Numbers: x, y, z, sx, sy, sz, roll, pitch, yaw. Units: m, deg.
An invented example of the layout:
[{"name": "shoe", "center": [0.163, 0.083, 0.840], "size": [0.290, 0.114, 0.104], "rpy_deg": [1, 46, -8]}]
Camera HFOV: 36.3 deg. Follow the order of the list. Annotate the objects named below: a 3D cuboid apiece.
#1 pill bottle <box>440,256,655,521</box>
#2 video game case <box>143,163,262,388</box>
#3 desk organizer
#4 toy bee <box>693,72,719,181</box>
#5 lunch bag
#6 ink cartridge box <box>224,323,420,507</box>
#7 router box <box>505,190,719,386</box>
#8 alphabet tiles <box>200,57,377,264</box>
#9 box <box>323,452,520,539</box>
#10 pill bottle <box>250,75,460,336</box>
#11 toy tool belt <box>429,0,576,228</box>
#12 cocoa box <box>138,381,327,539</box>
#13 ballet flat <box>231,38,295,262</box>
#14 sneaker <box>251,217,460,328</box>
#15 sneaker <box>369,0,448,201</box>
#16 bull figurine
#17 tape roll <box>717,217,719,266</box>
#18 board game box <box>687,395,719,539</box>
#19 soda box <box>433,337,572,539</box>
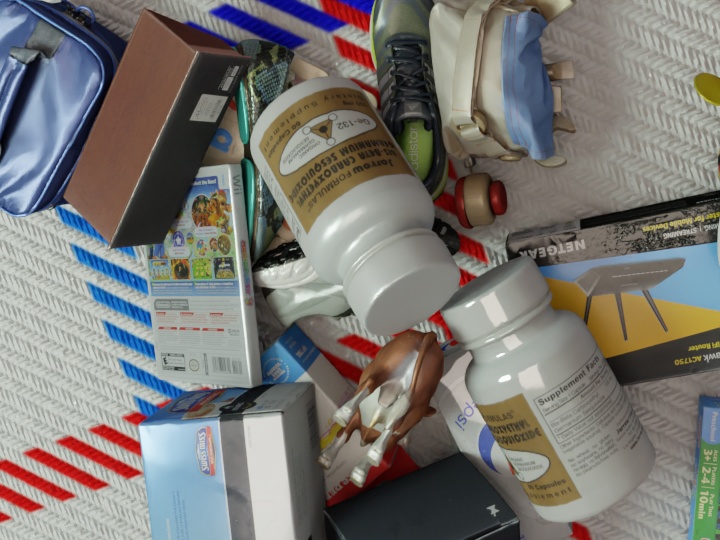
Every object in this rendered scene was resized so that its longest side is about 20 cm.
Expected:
[{"name": "pill bottle", "center": [0.153, 0.097, 0.924], "size": [0.113, 0.114, 0.202], "rpy_deg": [-29, 96, 15]}, {"name": "video game case", "center": [-0.153, 0.006, 1.034], "size": [0.142, 0.018, 0.203], "rpy_deg": [-1, 97, 43]}, {"name": "desk organizer", "center": [-0.185, -0.125, 0.978], "size": [0.077, 0.071, 0.201], "rpy_deg": [40, 115, 23]}, {"name": "toy bee", "center": [0.350, -0.158, 0.906], "size": [0.130, 0.109, 0.201], "rpy_deg": [29, 112, -23]}, {"name": "lunch bag", "center": [-0.294, -0.156, 1.015], "size": [0.135, 0.132, 0.201], "rpy_deg": [32, 106, 4]}, {"name": "ink cartridge box", "center": [-0.044, 0.168, 1.062], "size": [0.116, 0.067, 0.200], "rpy_deg": [-42, 91, 16]}, {"name": "router box", "center": [0.242, 0.023, 0.982], "size": [0.197, 0.051, 0.151], "rpy_deg": [-12, 101, 14]}, {"name": "alphabet tiles", "center": [-0.062, -0.091, 1.041], "size": [0.194, 0.015, 0.202], "rpy_deg": [25, 105, 3]}, {"name": "box", "center": [0.059, 0.290, 0.987], "size": [0.146, 0.104, 0.202], "rpy_deg": [-17, 123, -20]}, {"name": "pill bottle", "center": [-0.003, -0.052, 0.902], "size": [0.114, 0.114, 0.201], "rpy_deg": [-39, 60, 16]}, {"name": "toy tool belt", "center": [0.132, -0.140, 0.938], "size": [0.121, 0.125, 0.203], "rpy_deg": [-5, 101, 21]}, {"name": "cocoa box", "center": [-0.105, 0.212, 0.968], "size": [0.129, 0.133, 0.203], "rpy_deg": [-5, 95, 10]}, {"name": "ballet flat", "center": [-0.080, -0.108, 1.003], "size": [0.073, 0.074, 0.203], "rpy_deg": [2, 106, 11]}, {"name": "sneaker", "center": [0.000, 0.000, 1.013], "size": [0.198, 0.074, 0.080], "rpy_deg": [-15, 109, 18]}, {"name": "sneaker", "center": [0.048, -0.156, 0.966], "size": [0.073, 0.081, 0.203], "rpy_deg": [-8, 98, 1]}, {"name": "bull figurine", "center": [0.022, 0.120, 0.946], "size": [0.065, 0.201, 0.122], "rpy_deg": [33, 62, 13]}, {"name": "tape roll", "center": [0.387, -0.048, 0.896], "size": [0.200, 0.037, 0.205], "rpy_deg": [-8, 122, -13]}, {"name": "board game box", "center": [0.404, 0.199, 0.993], "size": [0.197, 0.037, 0.154], "rpy_deg": [3, 101, 10]}, {"name": "soda box", "center": [0.129, 0.158, 1.025], "size": [0.063, 0.068, 0.202], "rpy_deg": [-25, 95, 15]}]
